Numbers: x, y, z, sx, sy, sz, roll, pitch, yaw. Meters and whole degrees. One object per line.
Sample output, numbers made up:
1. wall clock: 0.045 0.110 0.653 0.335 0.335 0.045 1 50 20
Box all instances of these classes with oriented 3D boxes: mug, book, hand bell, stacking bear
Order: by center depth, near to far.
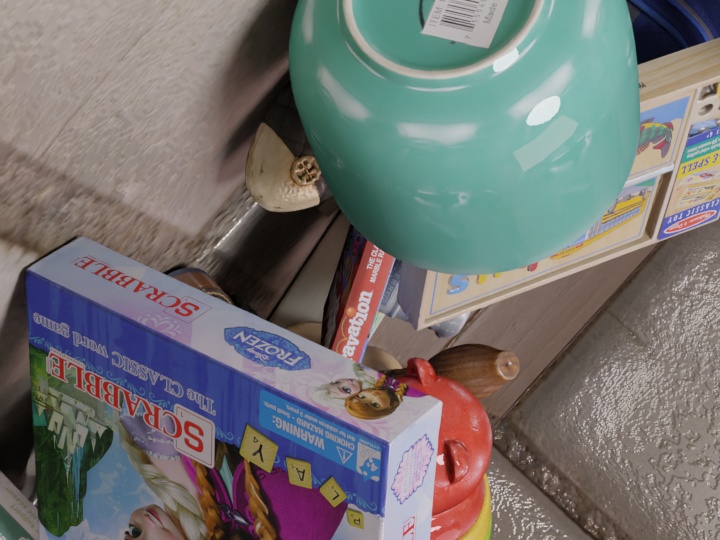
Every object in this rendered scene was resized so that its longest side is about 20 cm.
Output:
1. mug: 0.038 -0.103 0.885 0.151 0.186 0.115 -27 152 -2
2. stacking bear: 0.021 0.130 1.115 0.113 0.122 0.201 -6 146 -14
3. hand bell: 0.025 0.066 1.172 0.104 0.104 0.200 -40 -168 -33
4. book: 0.001 0.002 1.342 0.133 0.048 0.201 -34 160 -53

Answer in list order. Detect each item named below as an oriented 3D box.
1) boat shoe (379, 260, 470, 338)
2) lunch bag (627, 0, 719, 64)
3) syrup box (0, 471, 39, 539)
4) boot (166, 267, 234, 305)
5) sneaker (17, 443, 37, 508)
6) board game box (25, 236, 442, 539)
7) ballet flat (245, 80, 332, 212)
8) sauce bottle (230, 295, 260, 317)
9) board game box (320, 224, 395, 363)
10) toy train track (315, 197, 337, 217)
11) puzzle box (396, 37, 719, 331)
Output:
1. boat shoe: 0.057 -0.001 1.233 0.070 0.071 0.201 -59 177 19
2. lunch bag: 0.129 -0.106 1.160 0.132 0.136 0.200 -32 159 -54
3. syrup box: -0.219 0.189 1.044 0.081 0.079 0.200 -37 164 -41
4. boot: -0.059 0.093 1.094 0.075 0.097 0.200 -38 143 -13
5. sneaker: -0.152 0.121 1.064 0.080 0.070 0.201 -54 165 -33
6. board game box: -0.061 0.110 0.890 0.041 0.199 0.201 -34 137 -44
7. ballet flat: 0.027 -0.095 0.973 0.200 0.067 0.057 -36 -148 0
8. sauce bottle: -0.119 0.107 1.182 0.200 0.065 0.065 -47 169 1
9. board game box: 0.000 0.000 1.125 0.200 0.019 0.104 -91 -162 -78
10. toy train track: 0.017 -0.097 1.088 0.115 0.032 0.200 -48 177 -41
11. puzzle box: 0.115 -0.046 1.055 0.199 0.025 0.133 -20 147 -19
